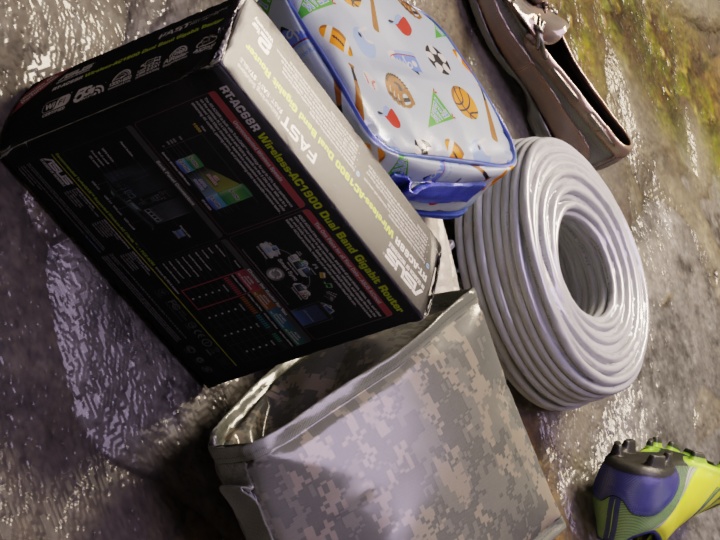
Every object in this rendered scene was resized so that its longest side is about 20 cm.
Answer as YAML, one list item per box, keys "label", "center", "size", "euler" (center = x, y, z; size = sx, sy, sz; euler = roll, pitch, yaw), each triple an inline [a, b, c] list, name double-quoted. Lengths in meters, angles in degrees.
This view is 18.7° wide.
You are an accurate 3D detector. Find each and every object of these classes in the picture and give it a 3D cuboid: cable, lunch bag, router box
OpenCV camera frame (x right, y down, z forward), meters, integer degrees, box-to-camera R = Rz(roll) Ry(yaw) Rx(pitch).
- label: "cable"
  center: [0.139, -0.001, 1.571]
  size: [0.200, 0.069, 0.200]
  euler: [64, 32, -14]
- label: "lunch bag"
  center: [0.007, -0.103, 1.374]
  size: [0.200, 0.076, 0.160]
  euler: [0, 56, -56]
- label: "lunch bag"
  center: [0.003, 0.127, 1.234]
  size: [0.200, 0.118, 0.164]
  euler: [-36, 109, -46]
- label: "router box"
  center: [-0.072, -0.038, 1.174]
  size: [0.200, 0.150, 0.062]
  euler: [52, 36, -31]

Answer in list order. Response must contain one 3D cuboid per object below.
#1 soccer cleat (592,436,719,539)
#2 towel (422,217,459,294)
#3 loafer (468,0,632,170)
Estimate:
- label: "soccer cleat"
  center: [0.225, 0.172, 1.649]
  size: [0.200, 0.065, 0.084]
  euler: [10, 96, -61]
- label: "towel"
  center: [0.000, 0.000, 1.385]
  size: [0.200, 0.034, 0.133]
  euler: [5, 70, -56]
- label: "loafer"
  center: [0.145, -0.166, 1.670]
  size: [0.200, 0.063, 0.072]
  euler: [63, 33, -16]
